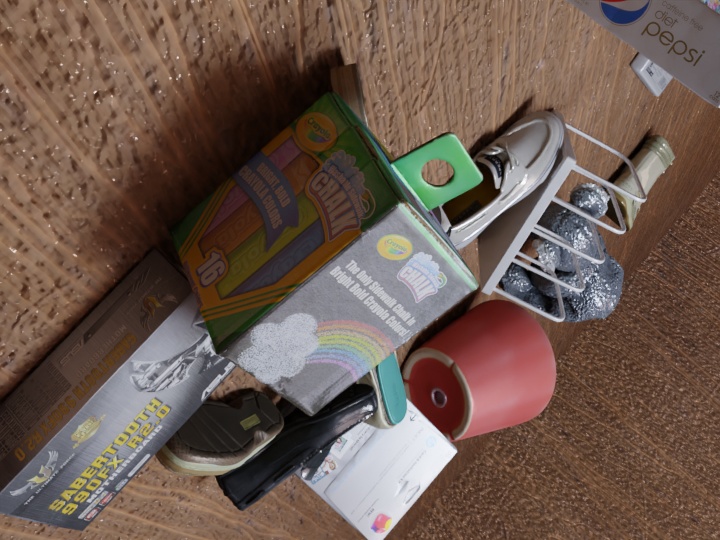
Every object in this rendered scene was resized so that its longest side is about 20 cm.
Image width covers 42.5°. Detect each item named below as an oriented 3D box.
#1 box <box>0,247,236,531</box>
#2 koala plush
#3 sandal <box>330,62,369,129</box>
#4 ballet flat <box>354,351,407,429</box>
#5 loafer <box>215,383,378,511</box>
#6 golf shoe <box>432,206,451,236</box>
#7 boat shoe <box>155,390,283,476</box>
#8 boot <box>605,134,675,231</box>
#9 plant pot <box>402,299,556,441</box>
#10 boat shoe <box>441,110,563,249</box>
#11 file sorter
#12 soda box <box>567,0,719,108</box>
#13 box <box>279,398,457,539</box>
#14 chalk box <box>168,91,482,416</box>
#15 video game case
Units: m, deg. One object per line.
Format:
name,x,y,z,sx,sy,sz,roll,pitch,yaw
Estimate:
box,-0.181,0.096,0.688,0.200,0.048,0.159,-47,161,-11
koala plush,0.317,-0.033,1.410,0.177,0.183,0.201,-43,148,-17
sandal,-0.020,-0.075,0.740,0.068,0.079,0.213,-10,145,3
ballet flat,0.007,0.080,1.024,0.069,0.068,0.205,-25,116,-49
loafer,-0.064,0.190,1.001,0.198,0.071,0.068,-30,-169,3
golf shoe,0.000,0.000,0.851,0.201,0.094,0.078,-48,162,-1
boat shoe,-0.143,0.171,0.891,0.076,0.072,0.199,-42,163,15
boot,0.529,-0.166,1.761,0.156,0.072,0.200,-52,160,-1
plant pot,0.170,0.163,1.406,0.175,0.201,0.203,-17,144,-42
boat shoe,0.152,-0.109,1.034,0.199,0.071,0.070,-42,163,-4
file sorter,0.247,-0.063,1.154,0.140,0.122,0.202,-83,-161,-58
soda box,0.287,-0.239,0.886,0.069,0.199,0.063,-55,161,22
box,0.000,0.206,1.101,0.156,0.200,0.041,-47,-160,-6
chalk box,-0.010,-0.024,0.635,0.199,0.125,0.124,-38,140,8
video game case,0.475,-0.355,1.364,0.184,0.024,0.199,-56,159,15
